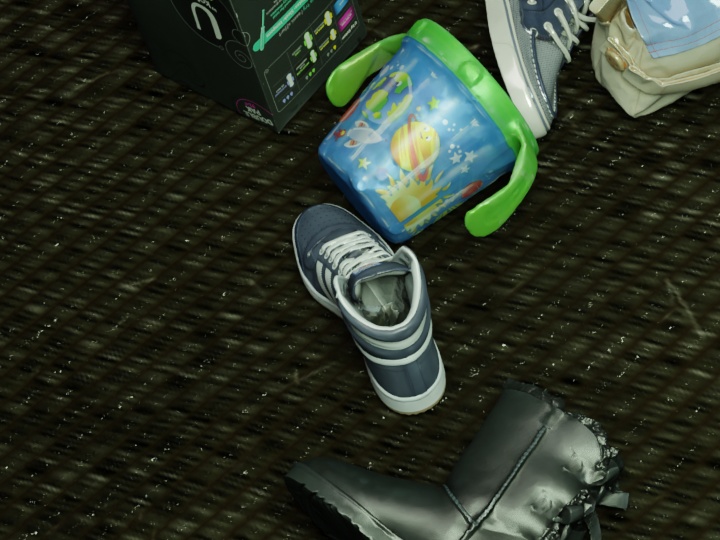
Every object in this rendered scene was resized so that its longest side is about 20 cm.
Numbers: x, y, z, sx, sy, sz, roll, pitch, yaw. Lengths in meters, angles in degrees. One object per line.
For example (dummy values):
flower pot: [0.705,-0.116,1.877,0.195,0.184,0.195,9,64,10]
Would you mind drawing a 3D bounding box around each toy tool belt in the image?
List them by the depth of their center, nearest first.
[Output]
toy tool belt: [0.260,-0.215,1.635,0.199,0.123,0.125,-33,54,-11]

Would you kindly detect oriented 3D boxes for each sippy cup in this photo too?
sippy cup: [0.043,-0.095,1.607,0.130,0.140,0.178,-42,16,-5]

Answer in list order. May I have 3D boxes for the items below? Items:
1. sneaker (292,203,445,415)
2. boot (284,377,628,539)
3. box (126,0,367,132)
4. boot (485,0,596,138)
sneaker: [0.000,0.000,1.553,0.070,0.109,0.201,-26,53,-7]
boot: [0.069,0.142,1.456,0.197,0.074,0.163,32,69,23]
box: [-0.102,-0.236,1.692,0.148,0.201,0.124,29,67,29]
boot: [0.149,-0.194,1.676,0.090,0.073,0.201,-17,51,11]
